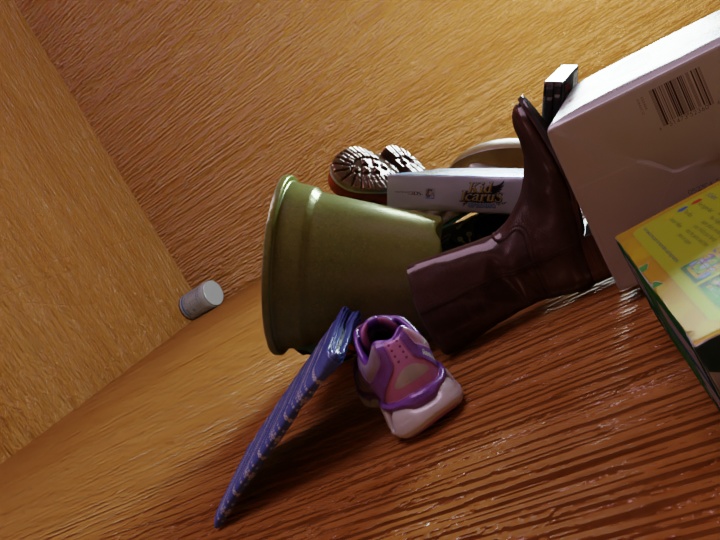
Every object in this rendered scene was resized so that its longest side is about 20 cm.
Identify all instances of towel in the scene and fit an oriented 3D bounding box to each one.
[{"bbox_3d":[-0.065,0.133,0.651,0.201,0.024,0.145,-56,3,14],"label":"towel"}]

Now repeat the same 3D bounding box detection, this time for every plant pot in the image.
[{"bbox_3d":[0.000,0.000,0.771,0.180,0.205,0.201,4,13,7],"label":"plant pot"},{"bbox_3d":[0.228,-0.151,1.037,0.196,0.028,0.200,5,-16,1],"label":"plant pot"}]

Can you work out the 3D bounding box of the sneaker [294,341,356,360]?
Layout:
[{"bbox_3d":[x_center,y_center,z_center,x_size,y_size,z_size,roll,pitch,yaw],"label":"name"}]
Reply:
[{"bbox_3d":[-0.010,0.073,0.885,0.196,0.080,0.072,-5,48,24],"label":"sneaker"}]

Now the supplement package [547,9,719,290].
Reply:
[{"bbox_3d":[0.280,-0.115,0.569,0.189,0.149,0.200,-23,12,29],"label":"supplement package"}]

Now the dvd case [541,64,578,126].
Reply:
[{"bbox_3d":[0.203,-0.101,0.713,0.022,0.204,0.146,7,24,20],"label":"dvd case"}]

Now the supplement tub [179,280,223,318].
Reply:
[{"bbox_3d":[-0.783,0.145,3.377,0.198,0.133,0.132,-27,9,32],"label":"supplement tub"}]

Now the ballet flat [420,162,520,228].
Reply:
[{"bbox_3d":[0.155,-0.114,0.988,0.198,0.068,0.068,-27,0,16],"label":"ballet flat"}]

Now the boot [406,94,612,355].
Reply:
[{"bbox_3d":[0.112,-0.034,0.643,0.198,0.189,0.064,-26,0,25],"label":"boot"}]

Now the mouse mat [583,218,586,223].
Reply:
[{"bbox_3d":[0.313,-0.078,0.737,0.159,0.008,0.200,-21,11,35],"label":"mouse mat"}]

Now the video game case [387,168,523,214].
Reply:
[{"bbox_3d":[0.149,-0.102,0.851,0.178,0.046,0.199,3,11,24],"label":"video game case"}]

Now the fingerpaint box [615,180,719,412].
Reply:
[{"bbox_3d":[0.238,-0.005,0.354,0.165,0.074,0.200,-31,8,17],"label":"fingerpaint box"}]

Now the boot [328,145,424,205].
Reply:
[{"bbox_3d":[0.006,-0.099,0.888,0.108,0.075,0.199,-50,-16,25],"label":"boot"}]

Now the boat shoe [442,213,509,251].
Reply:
[{"bbox_3d":[0.152,-0.040,0.938,0.200,0.072,0.060,-33,3,-27],"label":"boat shoe"}]

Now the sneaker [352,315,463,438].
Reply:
[{"bbox_3d":[0.026,0.079,0.625,0.080,0.089,0.200,-33,6,-8],"label":"sneaker"}]
